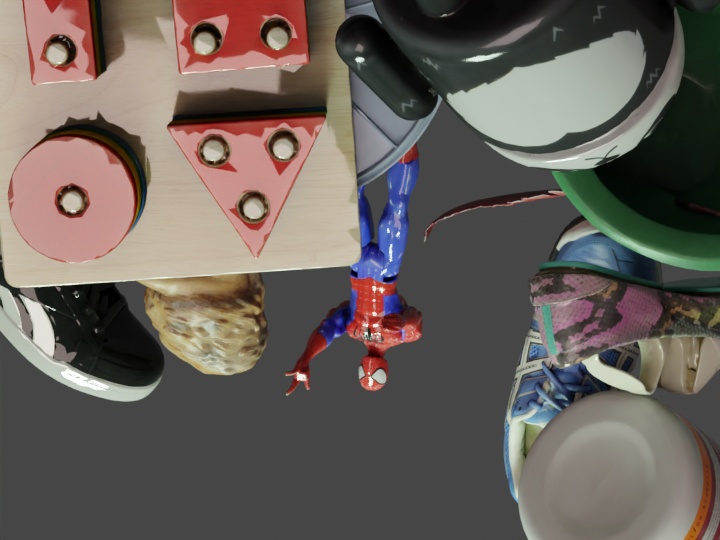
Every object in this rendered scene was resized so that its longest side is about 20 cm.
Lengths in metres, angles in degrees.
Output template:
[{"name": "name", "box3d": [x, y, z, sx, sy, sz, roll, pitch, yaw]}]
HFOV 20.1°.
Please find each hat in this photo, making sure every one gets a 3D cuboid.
[{"name": "hat", "box3d": [0.163, -0.074, 1.157, 0.199, 0.176, 0.166, 19, 81, -1]}]

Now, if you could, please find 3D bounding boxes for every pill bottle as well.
[{"name": "pill bottle", "box3d": [0.186, 0.153, 1.202, 0.113, 0.113, 0.200, -25, 146, 24]}]

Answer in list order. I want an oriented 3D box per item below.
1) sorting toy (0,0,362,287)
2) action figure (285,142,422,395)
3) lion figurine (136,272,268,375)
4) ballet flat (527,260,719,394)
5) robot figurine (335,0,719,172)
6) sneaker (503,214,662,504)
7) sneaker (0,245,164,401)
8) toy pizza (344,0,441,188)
[{"name": "sorting toy", "box3d": [-0.104, -0.090, 1.093, 0.199, 0.070, 0.199, -4, 101, 0]}, {"name": "action figure", "box3d": [0.000, 0.000, 1.200, 0.065, 0.099, 0.200, 9, 125, 16]}, {"name": "lion figurine", "box3d": [-0.083, -0.033, 1.209, 0.122, 0.073, 0.200, 22, 114, -14]}, {"name": "ballet flat", "box3d": [0.166, 0.034, 1.139, 0.069, 0.200, 0.071, -2, 87, 45]}, {"name": "robot figurine", "box3d": [0.081, -0.126, 0.971, 0.150, 0.125, 0.200, 21, 168, 33]}, {"name": "sneaker", "box3d": [0.132, 0.058, 1.217, 0.075, 0.077, 0.200, 14, 121, 6]}, {"name": "sneaker", "box3d": [-0.184, -0.010, 1.245, 0.200, 0.073, 0.112, 38, 123, -10]}, {"name": "toy pizza", "box3d": [-0.046, -0.136, 1.137, 0.199, 0.032, 0.201, 0, 101, 0]}]
